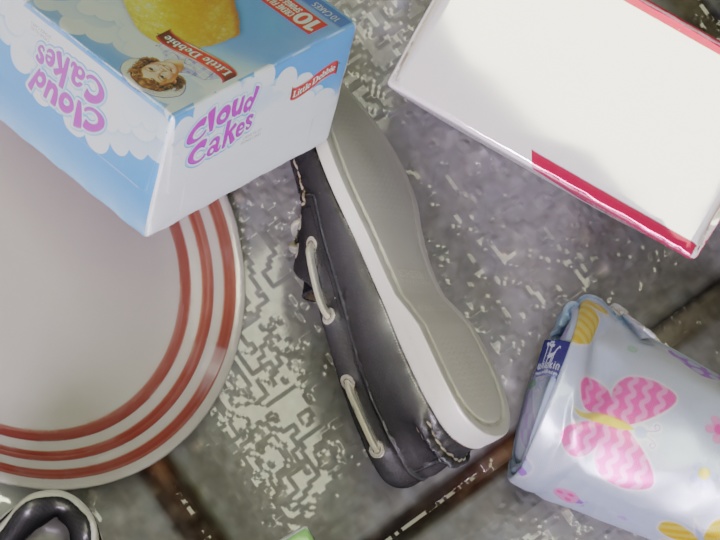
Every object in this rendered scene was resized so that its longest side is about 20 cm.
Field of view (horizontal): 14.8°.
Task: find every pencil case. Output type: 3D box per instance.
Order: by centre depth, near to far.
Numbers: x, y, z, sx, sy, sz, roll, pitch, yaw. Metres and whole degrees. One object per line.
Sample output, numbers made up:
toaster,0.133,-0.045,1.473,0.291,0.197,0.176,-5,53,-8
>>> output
pencil case,0.164,0.085,1.218,0.199,0.083,0.091,23,60,-1

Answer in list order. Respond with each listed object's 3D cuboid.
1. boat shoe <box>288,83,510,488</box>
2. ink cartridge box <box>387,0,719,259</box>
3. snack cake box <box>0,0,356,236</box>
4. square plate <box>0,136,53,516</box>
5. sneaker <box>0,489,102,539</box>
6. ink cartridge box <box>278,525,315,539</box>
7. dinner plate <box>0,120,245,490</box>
boat shoe,0.000,0.000,1.229,0.060,0.074,0.201,-33,72,24
ink cartridge box,0.095,-0.078,1.185,0.144,0.200,0.085,30,94,1
snack cake box,-0.115,-0.113,1.185,0.200,0.068,0.115,37,43,24
square plate,-0.229,0.024,1.211,0.196,0.028,0.202,1,76,-6
sneaker,-0.162,0.177,1.122,0.075,0.088,0.201,21,68,-3
ink cartridge box,-0.056,0.159,1.109,0.103,0.200,0.060,-29,81,-14
dinner plate,-0.142,-0.002,1.206,0.199,0.024,0.202,9,73,-30
